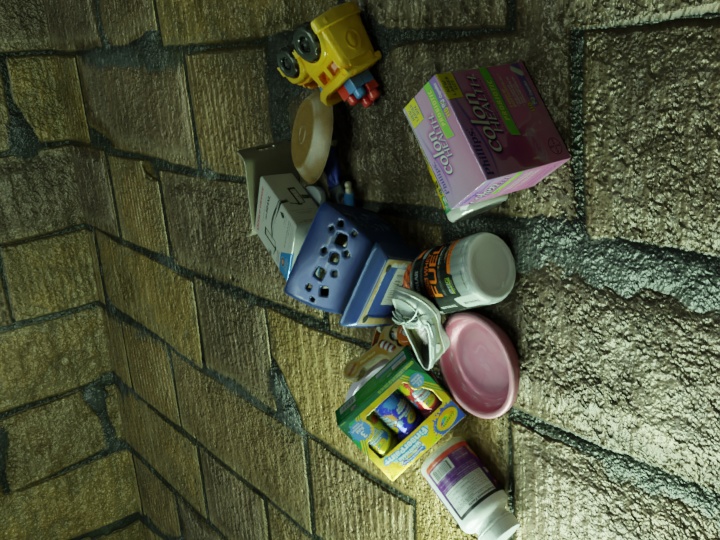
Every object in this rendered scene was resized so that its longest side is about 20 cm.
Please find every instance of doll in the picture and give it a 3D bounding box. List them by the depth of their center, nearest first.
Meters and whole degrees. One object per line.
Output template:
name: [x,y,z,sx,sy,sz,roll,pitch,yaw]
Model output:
doll: [-0.043,-0.172,1.690,0.136,0.048,0.203,-21,88,68]

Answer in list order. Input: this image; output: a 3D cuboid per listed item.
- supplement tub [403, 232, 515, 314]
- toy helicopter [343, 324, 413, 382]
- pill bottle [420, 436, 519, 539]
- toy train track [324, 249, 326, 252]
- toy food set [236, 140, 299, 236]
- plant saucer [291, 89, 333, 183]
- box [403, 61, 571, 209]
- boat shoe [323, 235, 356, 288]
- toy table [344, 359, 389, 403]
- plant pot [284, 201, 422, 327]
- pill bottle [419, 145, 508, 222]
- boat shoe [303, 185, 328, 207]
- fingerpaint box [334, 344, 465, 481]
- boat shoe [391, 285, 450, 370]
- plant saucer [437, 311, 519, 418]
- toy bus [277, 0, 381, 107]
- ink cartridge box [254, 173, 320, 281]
supplement tub: [0.170,0.010,1.412,0.199,0.121,0.125,-19,89,55]
toy helicopter: [0.043,0.153,1.624,0.199,0.079,0.133,-38,46,9]
pill bottle: [0.216,0.436,1.539,0.201,0.110,0.112,51,140,28]
toy train track: [-0.076,-0.038,1.754,0.200,0.032,0.117,-129,46,-75]
toy food set: [-0.215,-0.191,1.842,0.060,0.142,0.204,17,118,49]
plant saucer: [-0.110,-0.288,1.683,0.200,0.035,0.204,-175,90,-67]
box: [0.196,-0.211,1.216,0.097,0.198,0.178,-39,73,53]
boat shoe: [-0.032,0.013,1.746,0.065,0.072,0.202,38,129,18]
toy table: [0.050,0.293,1.673,0.118,0.181,0.202,-120,32,-44]
plant pot: [0.000,0.000,1.546,0.179,0.199,0.203,33,104,31]
pill bottle: [0.165,-0.195,1.341,0.112,0.111,0.203,-28,82,55]
boat shoe: [-0.110,-0.140,1.778,0.200,0.056,0.070,-32,70,61]
fingerpaint box: [0.077,0.280,1.544,0.167,0.200,0.073,47,-174,-15]
boat shoe: [0.104,0.102,1.427,0.074,0.065,0.203,17,151,34]
plant saucer: [0.224,0.171,1.468,0.199,0.050,0.204,28,126,46]
toy bus: [-0.048,-0.395,1.557,0.194,0.135,0.199,56,147,-4]
ink cartridge box: [-0.154,-0.097,1.723,0.201,0.083,0.148,51,140,42]
